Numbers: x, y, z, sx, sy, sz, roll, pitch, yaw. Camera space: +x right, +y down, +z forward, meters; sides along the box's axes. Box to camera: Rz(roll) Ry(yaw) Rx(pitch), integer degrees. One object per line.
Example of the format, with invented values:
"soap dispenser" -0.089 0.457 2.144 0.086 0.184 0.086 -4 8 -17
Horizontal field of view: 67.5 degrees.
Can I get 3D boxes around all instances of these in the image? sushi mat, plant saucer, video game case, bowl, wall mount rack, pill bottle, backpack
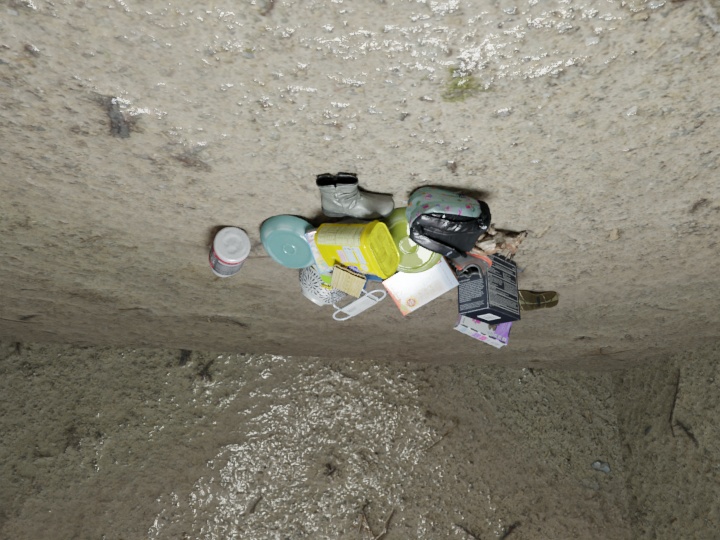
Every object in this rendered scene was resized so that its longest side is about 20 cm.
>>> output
"sushi mat" -0.037 0.032 1.512 0.095 0.012 0.200 23 163 1
"plant saucer" 0.134 -0.074 1.484 0.197 0.031 0.203 6 119 10
"video game case" -0.044 -0.075 1.529 0.197 0.018 0.145 -15 124 4
"plant saucer" -0.204 -0.071 1.572 0.197 0.036 0.202 8 136 8
"bowl" -0.140 0.056 1.805 0.200 0.095 0.201 36 180 0
"wall mount rack" 0.007 0.090 1.690 0.199 0.075 0.173 -30 144 26
"pill bottle" -0.410 -0.048 1.666 0.109 0.112 0.200 9 158 -19
"backpack" 0.210 -0.128 1.371 0.197 0.128 0.168 9 136 -16

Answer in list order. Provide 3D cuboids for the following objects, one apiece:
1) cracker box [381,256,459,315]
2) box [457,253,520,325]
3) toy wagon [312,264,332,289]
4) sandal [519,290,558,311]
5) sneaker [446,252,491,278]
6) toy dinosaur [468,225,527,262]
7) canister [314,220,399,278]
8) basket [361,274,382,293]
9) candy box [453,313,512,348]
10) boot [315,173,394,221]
"cracker box" 0.180 0.028 1.635 0.198 0.058 0.135 -30 109 13
"box" 0.417 0.057 1.760 0.198 0.202 0.122 20 154 -41
"toy wagon" -0.097 -0.034 1.627 0.153 0.040 0.202 16 128 15
"sandal" 0.672 0.116 2.110 0.197 0.082 0.054 -2 -178 -4
"sneaker" 0.300 -0.023 1.665 0.198 0.083 0.077 11 150 32
"toy dinosaur" 0.386 -0.073 1.590 0.197 0.087 0.135 -2 167 26
"canister" -0.013 -0.058 1.422 0.198 0.087 0.150 5 136 40
"basket" 0.000 0.000 1.725 0.197 0.141 0.176 1 162 27
"candy box" 0.475 0.177 2.055 0.198 0.170 0.072 22 158 -3
"boot" -0.010 -0.185 1.338 0.197 0.069 0.131 0 154 0
